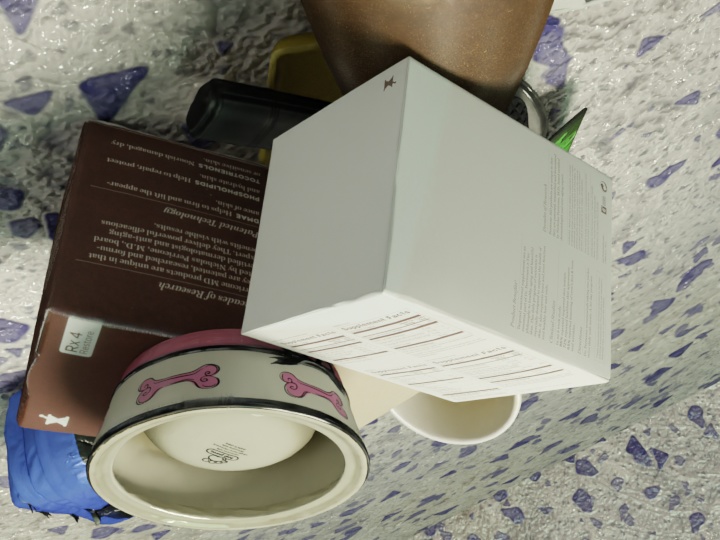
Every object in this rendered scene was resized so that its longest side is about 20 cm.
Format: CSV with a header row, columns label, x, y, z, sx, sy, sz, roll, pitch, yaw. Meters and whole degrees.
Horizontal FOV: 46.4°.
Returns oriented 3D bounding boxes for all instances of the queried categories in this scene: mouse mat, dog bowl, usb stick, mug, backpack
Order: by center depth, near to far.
label,x,y,z,sx,sy,sz,roll,pitch,yaw
dog bowl,-0.094,0.118,0.617,0.199,0.074,0.201,-4,142,-3
usb stick,-0.049,-0.118,0.689,0.199,0.033,0.055,2,141,-42
mug,0.116,0.066,0.881,0.187,0.149,0.153,-53,-176,38
mouse mat,0.170,-0.083,0.932,0.200,0.008,0.161,-43,165,-12
backpack,-0.335,0.218,0.994,0.167,0.163,0.200,-23,153,4

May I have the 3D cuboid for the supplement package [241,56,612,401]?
label,x,y,z,sx,sy,sz,roll,pitch,yaw
supplement package,0.051,-0.012,0.574,0.199,0.153,0.150,22,155,-34

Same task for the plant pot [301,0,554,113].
label,x,y,z,sx,sy,sz,roll,pitch,yaw
plant pot,0.049,-0.168,0.592,0.186,0.187,0.200,-21,144,-9

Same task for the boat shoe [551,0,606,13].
label,x,y,z,sx,sy,sz,roll,pitch,yaw
boat shoe,0.163,-0.248,0.684,0.199,0.065,0.074,-22,114,-22

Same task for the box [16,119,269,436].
label,x,y,z,sx,sy,sz,roll,pitch,yaw
box,-0.175,0.016,0.699,0.163,0.201,0.166,13,138,-22

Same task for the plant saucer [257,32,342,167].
label,x,y,z,sx,sy,sz,roll,pitch,yaw
plant saucer,-0.003,-0.150,0.758,0.199,0.049,0.200,-13,150,-21

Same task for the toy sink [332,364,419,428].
label,x,y,z,sx,sy,sz,roll,pitch,yaw
toy sink,-0.037,0.062,0.732,0.130,0.113,0.200,14,150,-21

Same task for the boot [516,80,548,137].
label,x,y,z,sx,sy,sz,roll,pitch,yaw
boot,0.125,-0.107,0.868,0.132,0.070,0.200,-43,153,-12

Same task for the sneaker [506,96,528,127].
label,x,y,z,sx,sy,sz,roll,pitch,yaw
sneaker,0.079,-0.112,0.745,0.200,0.083,0.072,-26,117,-46
